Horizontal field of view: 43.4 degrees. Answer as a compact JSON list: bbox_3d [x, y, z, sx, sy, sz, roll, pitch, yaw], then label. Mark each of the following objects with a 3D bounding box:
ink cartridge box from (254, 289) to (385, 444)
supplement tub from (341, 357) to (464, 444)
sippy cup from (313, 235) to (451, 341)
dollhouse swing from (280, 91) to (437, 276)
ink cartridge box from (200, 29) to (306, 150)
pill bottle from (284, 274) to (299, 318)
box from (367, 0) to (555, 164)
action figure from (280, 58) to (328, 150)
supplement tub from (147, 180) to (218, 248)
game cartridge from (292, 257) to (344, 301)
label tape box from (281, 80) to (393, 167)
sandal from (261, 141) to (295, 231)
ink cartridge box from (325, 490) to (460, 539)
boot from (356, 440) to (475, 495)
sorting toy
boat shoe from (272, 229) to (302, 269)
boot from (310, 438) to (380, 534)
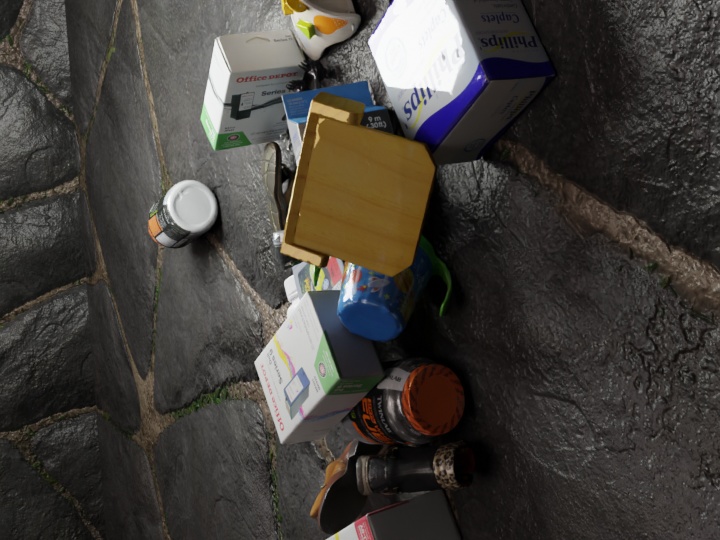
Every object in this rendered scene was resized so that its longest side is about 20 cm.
[{"bbox_3d":[-0.065,0.144,1.334,0.200,0.086,0.147,-51,51,44],"label":"ink cartridge box"},{"bbox_3d":[0.059,0.193,1.329,0.199,0.121,0.125,-20,81,60],"label":"supplement tub"},{"bbox_3d":[0.029,0.021,1.266,0.176,0.140,0.132,-11,46,35],"label":"sippy cup"},{"bbox_3d":[0.002,-0.110,1.190,0.182,0.173,0.203,-79,2,-74],"label":"dollhouse swing"},{"bbox_3d":[-0.188,-0.312,1.573,0.084,0.145,0.201,65,153,25],"label":"ink cartridge box"},{"bbox_3d":[-0.059,0.103,1.515,0.114,0.112,0.203,-36,67,57],"label":"pill bottle"},{"bbox_3d":[0.117,-0.265,1.121,0.184,0.104,0.203,-49,57,54],"label":"box"},{"bbox_3d":[-0.070,-0.229,1.458,0.119,0.101,0.203,-38,64,44],"label":"action figure"},{"bbox_3d":[-0.408,-0.121,2.046,0.199,0.121,0.125,-21,81,60],"label":"supplement tub"},{"bbox_3d":[-0.049,0.021,1.413,0.133,0.040,0.202,-48,54,45],"label":"game cartridge"},{"bbox_3d":[-0.025,-0.187,1.338,0.063,0.142,0.203,141,116,-74],"label":"label tape box"},{"bbox_3d":[-0.142,-0.148,1.658,0.082,0.054,0.203,-131,28,-51],"label":"sandal"},{"bbox_3d":[0.040,0.420,1.401,0.200,0.143,0.084,-49,58,52],"label":"ink cartridge box"},{"bbox_3d":[0.093,0.284,1.312,0.148,0.199,0.075,-11,78,22],"label":"boot"},{"bbox_3d":[-0.086,-0.434,1.457,0.180,0.105,0.203,112,142,-71],"label":"sorting toy"},{"bbox_3d":[-0.033,-0.048,1.348,0.069,0.197,0.058,-167,65,-73],"label":"boat shoe"},{"bbox_3d":[-0.053,0.383,1.543,0.200,0.068,0.190,-49,17,52],"label":"boot"}]
